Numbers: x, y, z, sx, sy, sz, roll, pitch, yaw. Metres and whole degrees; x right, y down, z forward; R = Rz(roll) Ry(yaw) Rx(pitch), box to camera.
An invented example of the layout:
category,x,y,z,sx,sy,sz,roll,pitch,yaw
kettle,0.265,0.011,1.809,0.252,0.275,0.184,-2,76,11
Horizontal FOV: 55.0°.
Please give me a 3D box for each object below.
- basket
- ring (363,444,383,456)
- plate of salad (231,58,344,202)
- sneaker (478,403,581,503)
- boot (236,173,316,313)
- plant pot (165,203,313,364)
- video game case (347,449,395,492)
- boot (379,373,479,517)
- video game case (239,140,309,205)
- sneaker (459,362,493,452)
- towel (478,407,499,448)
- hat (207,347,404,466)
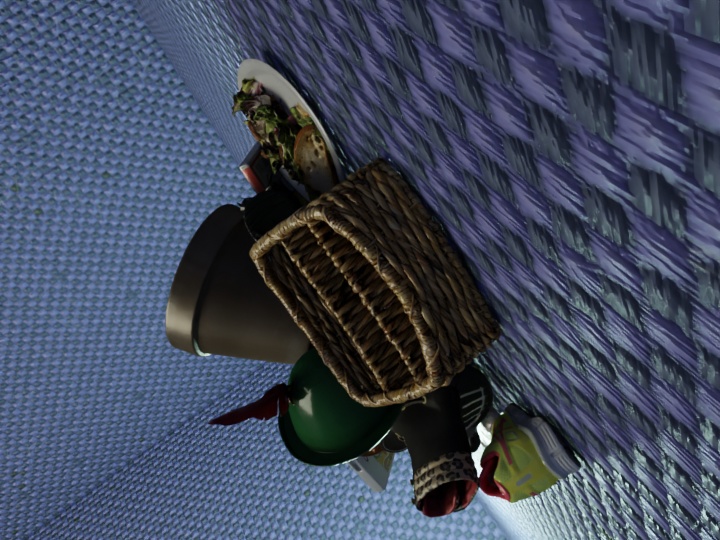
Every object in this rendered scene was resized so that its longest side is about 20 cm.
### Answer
category,x,y,z,sx,sy,sz,roll,pitch,yaw
basket,0.011,0.022,0.625,0.200,0.149,0.143,56,174,-7
ring,0.046,0.152,0.902,0.019,0.201,0.201,24,156,35
plate of salad,-0.089,-0.148,0.802,0.200,0.048,0.200,45,160,21
sneaker,0.157,0.198,0.730,0.078,0.090,0.200,52,175,11
boot,-0.064,-0.014,0.769,0.199,0.073,0.162,56,180,-9
plant pot,-0.124,0.035,0.891,0.173,0.201,0.200,19,167,9
video game case,0.001,0.172,0.969,0.182,0.023,0.200,52,-145,-23
boot,0.070,0.200,0.779,0.200,0.073,0.151,118,152,-45
video game case,-0.086,-0.098,0.966,0.200,0.017,0.143,58,-151,-26
sneaker,0.114,0.174,0.889,0.201,0.074,0.081,93,152,-48
towel,0.161,0.203,1.020,0.200,0.032,0.191,47,170,47
hat,-0.056,0.095,0.726,0.176,0.165,0.200,55,180,-36
